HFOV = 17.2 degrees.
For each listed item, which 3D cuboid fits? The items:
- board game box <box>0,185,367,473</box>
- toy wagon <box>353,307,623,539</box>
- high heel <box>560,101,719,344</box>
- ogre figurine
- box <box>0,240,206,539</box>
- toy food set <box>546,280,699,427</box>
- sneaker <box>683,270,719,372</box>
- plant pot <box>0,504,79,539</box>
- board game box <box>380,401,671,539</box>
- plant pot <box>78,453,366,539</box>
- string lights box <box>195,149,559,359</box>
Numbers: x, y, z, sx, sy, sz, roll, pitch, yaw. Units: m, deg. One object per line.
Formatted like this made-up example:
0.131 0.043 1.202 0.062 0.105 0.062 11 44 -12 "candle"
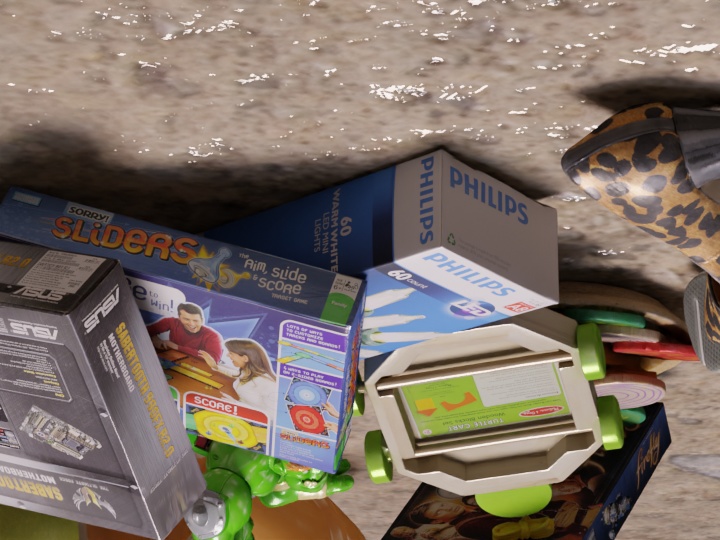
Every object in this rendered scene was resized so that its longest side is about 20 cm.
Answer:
-0.100 0.034 1.291 0.199 0.035 0.136 15 141 7 "board game box"
0.076 0.091 1.416 0.155 0.040 0.200 -9 139 11 "toy wagon"
0.159 -0.019 1.234 0.142 0.072 0.200 -4 145 -10 "high heel"
-0.067 0.133 1.525 0.098 0.200 0.120 33 155 28 "ogre figurine"
-0.193 0.057 1.280 0.199 0.048 0.159 8 133 33 "box"
0.115 0.054 1.489 0.197 0.049 0.200 1 160 -6 "toy food set"
0.250 0.000 1.334 0.080 0.071 0.200 -11 167 -17 "sneaker"
-0.278 0.185 1.560 0.186 0.188 0.200 1 176 -7 "plant pot"
0.105 0.150 1.550 0.135 0.200 0.035 0 120 28 "board game box"
-0.113 0.214 1.754 0.199 0.201 0.183 -10 143 24 "plant pot"
0.000 0.000 1.308 0.200 0.059 0.103 -17 151 39 "string lights box"
